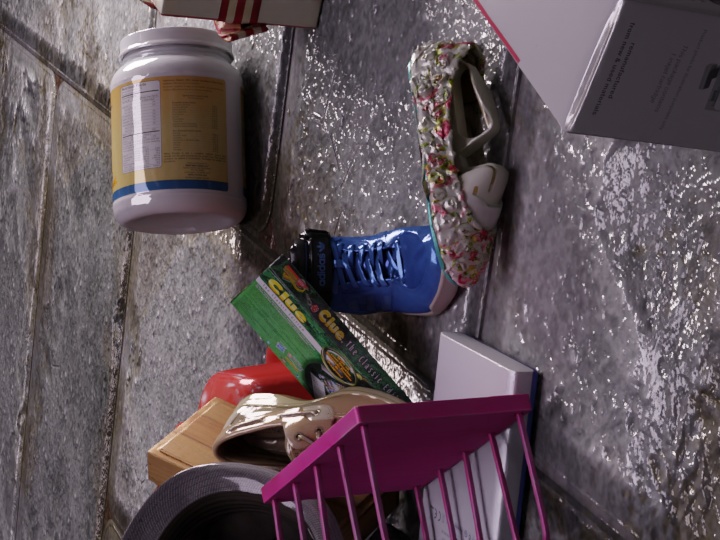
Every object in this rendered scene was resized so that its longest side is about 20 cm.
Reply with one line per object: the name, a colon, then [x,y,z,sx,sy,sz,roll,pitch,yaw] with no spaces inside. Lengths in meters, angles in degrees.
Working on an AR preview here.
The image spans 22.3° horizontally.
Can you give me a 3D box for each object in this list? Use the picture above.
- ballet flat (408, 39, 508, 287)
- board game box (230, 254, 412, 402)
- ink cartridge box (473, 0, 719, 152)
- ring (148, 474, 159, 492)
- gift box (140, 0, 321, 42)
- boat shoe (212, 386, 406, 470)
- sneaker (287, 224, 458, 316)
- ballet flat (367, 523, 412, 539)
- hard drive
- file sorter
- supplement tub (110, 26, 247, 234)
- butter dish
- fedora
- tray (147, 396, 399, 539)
ballet flat: [0.080,-0.089,1.409,0.064,0.076,0.201,-17,75,30]
board game box: [-0.023,0.082,1.538,0.200,0.023,0.105,49,153,-2]
ink cartridge box: [0.182,-0.134,0.994,0.147,0.199,0.083,-117,40,-49]
ring: [-0.123,0.256,1.727,0.019,0.200,0.200,-53,20,-12]
gift box: [-0.145,-0.339,1.794,0.185,0.199,0.187,-120,37,-59]
boat shoe: [-0.034,0.143,1.513,0.199,0.065,0.071,-5,119,38]
sneaker: [0.000,0.001,1.526,0.200,0.111,0.077,170,101,-66]
ballet flat: [-0.030,0.293,1.520,0.057,0.200,0.067,46,173,36]
hard drive: [0.088,0.160,1.416,0.132,0.025,0.201,-153,67,-65]
file sorter: [0.033,0.185,1.341,0.200,0.139,0.126,134,129,-58]
supplement tub: [-0.196,-0.148,1.958,0.145,0.144,0.201,155,114,-65]
butter dish: [-0.107,0.165,1.722,0.200,0.147,0.200,179,91,-67]
fedora: [-0.093,0.255,1.480,0.199,0.090,0.177,12,63,29]
tray: [-0.076,0.179,1.576,0.200,0.099,0.037,21,128,27]
